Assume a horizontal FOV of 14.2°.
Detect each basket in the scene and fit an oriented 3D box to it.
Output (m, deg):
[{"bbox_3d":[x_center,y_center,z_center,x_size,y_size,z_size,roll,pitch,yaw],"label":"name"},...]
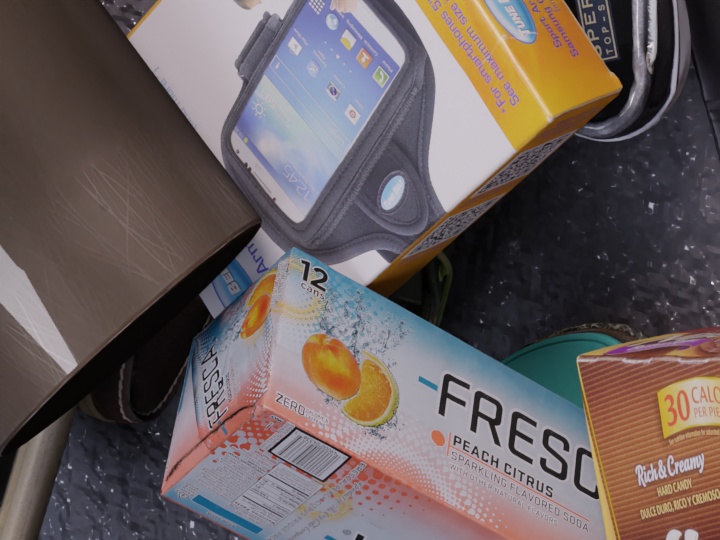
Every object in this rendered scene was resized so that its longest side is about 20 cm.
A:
[{"bbox_3d":[-0.137,-0.052,0.910,0.200,0.136,0.180,49,153,2],"label":"basket"}]

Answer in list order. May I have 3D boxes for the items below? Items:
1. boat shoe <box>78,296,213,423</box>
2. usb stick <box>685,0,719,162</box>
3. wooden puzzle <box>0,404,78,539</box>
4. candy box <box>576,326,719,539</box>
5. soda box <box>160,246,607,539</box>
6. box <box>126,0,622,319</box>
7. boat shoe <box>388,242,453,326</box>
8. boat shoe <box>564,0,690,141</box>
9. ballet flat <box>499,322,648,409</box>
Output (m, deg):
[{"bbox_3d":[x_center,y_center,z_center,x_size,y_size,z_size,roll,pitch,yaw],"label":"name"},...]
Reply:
[{"bbox_3d":[-0.053,-0.021,1.076,0.072,0.072,0.201,30,113,23],"label":"boat shoe"},{"bbox_3d":[0.151,-0.020,0.964,0.055,0.033,0.201,-13,98,28],"label":"usb stick"},{"bbox_3d":[-0.151,-0.001,1.106,0.200,0.037,0.186,53,133,47],"label":"wooden puzzle"},{"bbox_3d":[0.127,0.118,0.859,0.117,0.056,0.201,175,86,-67],"label":"candy box"},{"bbox_3d":[0.036,0.075,0.930,0.199,0.069,0.064,30,135,-21],"label":"soda box"},{"bbox_3d":[-0.016,-0.051,0.926,0.119,0.041,0.200,57,134,9],"label":"box"},{"bbox_3d":[0.002,0.001,1.019,0.060,0.072,0.203,39,108,50],"label":"boat shoe"},{"bbox_3d":[0.055,-0.138,0.897,0.071,0.068,0.201,-11,93,14],"label":"boat shoe"},{"bbox_3d":[0.050,0.077,1.038,0.200,0.075,0.068,-33,56,35],"label":"ballet flat"}]
